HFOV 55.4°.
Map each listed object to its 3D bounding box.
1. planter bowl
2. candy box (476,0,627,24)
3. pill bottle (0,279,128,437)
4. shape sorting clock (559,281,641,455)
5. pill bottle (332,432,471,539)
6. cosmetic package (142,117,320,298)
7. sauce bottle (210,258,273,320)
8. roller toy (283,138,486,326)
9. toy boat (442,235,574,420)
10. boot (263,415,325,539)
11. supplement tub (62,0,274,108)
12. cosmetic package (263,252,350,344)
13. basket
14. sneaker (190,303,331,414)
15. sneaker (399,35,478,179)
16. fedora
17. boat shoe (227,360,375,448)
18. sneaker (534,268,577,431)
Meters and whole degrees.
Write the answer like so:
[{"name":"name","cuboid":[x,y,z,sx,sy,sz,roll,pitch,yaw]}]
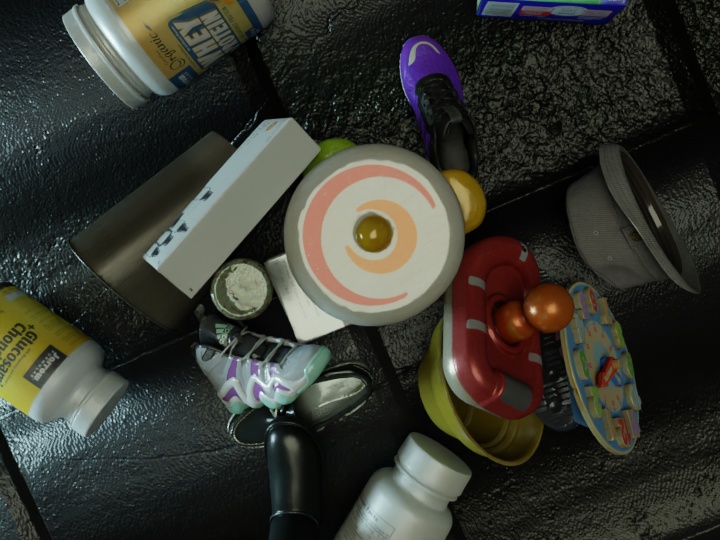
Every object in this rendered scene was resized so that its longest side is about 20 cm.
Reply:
[{"name":"planter bowl","cuboid":[0.128,0.136,0.815,0.083,0.200,0.201,-27,95,40]},{"name":"candy box","cuboid":[0.229,-0.405,0.804,0.168,0.077,0.201,3,93,0]},{"name":"pill bottle","cuboid":[-0.384,0.109,0.820,0.200,0.112,0.112,35,93,-2]},{"name":"shape sorting clock","cuboid":[0.281,0.110,0.791,0.039,0.200,0.201,-15,95,36]},{"name":"pill bottle","cuboid":[0.046,0.306,0.833,0.114,0.114,0.201,31,93,-2]},{"name":"cosmetic package","cuboid":[-0.134,-0.070,0.705,0.200,0.082,0.051,-51,119,-11]},{"name":"sauce bottle","cuboid":[-0.132,0.018,0.769,0.064,0.200,0.065,0,91,-9]},{"name":"roller toy","cuboid":[0.016,-0.035,0.719,0.199,0.140,0.183,18,91,0]},{"name":"toy boat","cuboid":[0.169,0.051,0.734,0.130,0.130,0.201,28,52,-32]},{"name":"boot","cuboid":[-0.082,0.292,0.784,0.073,0.163,0.199,-2,114,7]},{"name":"supplement tub","cuboid":[-0.214,-0.293,0.777,0.200,0.145,0.145,-35,93,2]},{"name":"cosmetic package","cuboid":[0.000,0.000,0.829,0.199,0.081,0.113,-24,91,3]},{"name":"basket","cuboid":[-0.201,-0.051,0.797,0.200,0.180,0.136,-46,60,-7]},{"name":"sneaker","cuboid":[-0.134,0.089,0.785,0.200,0.078,0.140,-26,107,42]},{"name":"sneaker","cuboid":[0.100,-0.185,0.806,0.069,0.100,0.201,-17,94,-1]},{"name":"fedora","cuboid":[0.307,-0.046,0.805,0.090,0.177,0.200,-29,110,31]},{"name":"boat shoe","cuboid":[-0.078,0.169,0.850,0.199,0.060,0.076,-29,93,2]},{"name":"sneaker","cuboid":[0.225,0.098,0.838,0.070,0.082,0.201,-14,64,21]}]
